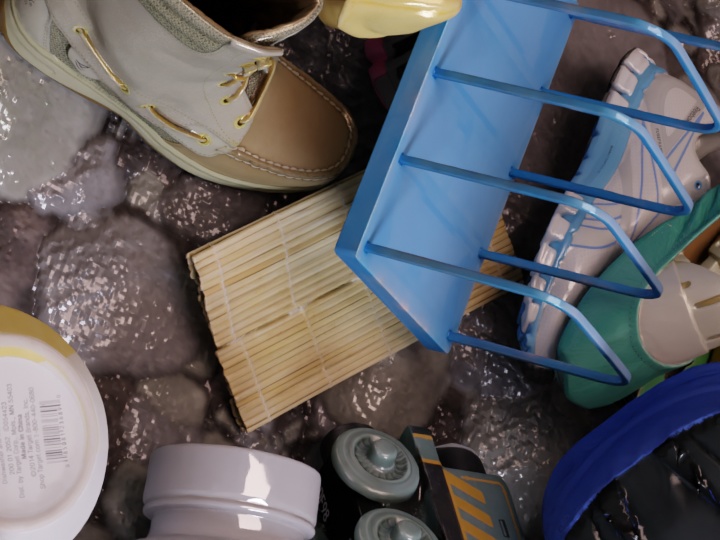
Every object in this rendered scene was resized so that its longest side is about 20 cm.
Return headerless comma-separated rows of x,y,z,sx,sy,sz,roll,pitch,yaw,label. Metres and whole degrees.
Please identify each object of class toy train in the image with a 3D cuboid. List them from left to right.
0.037,0.156,1.414,0.113,0.085,0.201,12,37,-26,toy train

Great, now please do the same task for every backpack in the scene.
0.178,0.149,1.420,0.162,0.168,0.200,-41,104,5,backpack

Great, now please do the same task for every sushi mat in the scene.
0.000,0.000,1.490,0.199,0.012,0.096,-27,111,-35,sushi mat

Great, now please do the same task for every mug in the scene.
-0.197,0.067,1.269,0.187,0.153,0.150,45,60,-18,mug

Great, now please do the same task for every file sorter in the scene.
0.097,-0.062,1.441,0.201,0.122,0.139,-69,154,-13,file sorter

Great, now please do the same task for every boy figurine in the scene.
-0.003,-0.168,1.432,0.064,0.125,0.200,2,37,-19,boy figurine

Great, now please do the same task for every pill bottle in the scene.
-0.070,0.186,1.356,0.111,0.111,0.201,17,71,-30,pill bottle

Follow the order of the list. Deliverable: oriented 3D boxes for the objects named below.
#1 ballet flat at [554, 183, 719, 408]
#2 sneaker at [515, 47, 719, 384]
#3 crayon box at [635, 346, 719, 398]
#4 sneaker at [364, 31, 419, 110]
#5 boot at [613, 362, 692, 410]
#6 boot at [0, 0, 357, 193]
0.182,-0.001,1.505,0.200,0.070,0.068,-42,118,-21,ballet flat
0.144,-0.022,1.550,0.086,0.075,0.201,24,66,5,sneaker
0.241,0.084,1.558,0.200,0.051,0.126,40,52,-21,crayon box
0.066,-0.160,1.550,0.095,0.079,0.201,31,65,-38,sneaker
0.176,0.109,1.575,0.174,0.069,0.200,51,50,-12,boot
-0.056,-0.103,1.396,0.199,0.154,0.072,28,68,-26,boot
